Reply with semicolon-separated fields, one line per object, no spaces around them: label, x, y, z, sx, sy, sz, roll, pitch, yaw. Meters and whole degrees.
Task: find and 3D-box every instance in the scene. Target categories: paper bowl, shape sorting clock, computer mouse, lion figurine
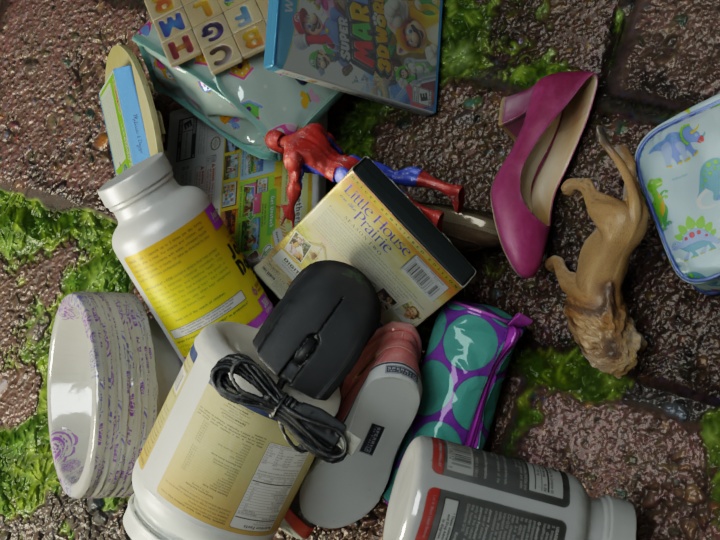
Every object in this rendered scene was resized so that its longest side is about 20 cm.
paper bowl;-0.237;0.122;1.757;0.200;0.104;0.202;-178;90;-66
shape sorting clock;-0.225;-0.128;1.810;0.039;0.200;0.201;-11;69;-16
computer mouse;-0.032;0.058;1.546;0.138;0.201;0.053;33;136;-6
lion figurine;0.216;-0.013;1.568;0.072;0.201;0.123;-8;37;-13

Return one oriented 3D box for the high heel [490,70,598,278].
high heel;0.175;-0.090;1.635;0.095;0.067;0.201;-18;50;32

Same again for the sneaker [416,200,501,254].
sneaker;0.054;-0.028;1.702;0.199;0.070;0.076;10;95;35

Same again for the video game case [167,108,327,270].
video game case;-0.117;-0.090;1.796;0.181;0.023;0.201;-12;60;24

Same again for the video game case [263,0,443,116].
video game case;-0.003;-0.238;1.699;0.018;0.199;0.144;-8;74;51

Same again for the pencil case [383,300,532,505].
pencil case;0.088;0.128;1.632;0.092;0.085;0.202;13;86;48

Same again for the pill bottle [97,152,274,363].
pill bottle;-0.167;-0.008;1.699;0.104;0.104;0.201;-26;103;20

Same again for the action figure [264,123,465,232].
action figure;-0.005;-0.070;1.662;0.199;0.099;0.065;26;52;20

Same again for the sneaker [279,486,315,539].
sneaker;-0.088;0.160;1.726;0.082;0.077;0.200;-42;75;9

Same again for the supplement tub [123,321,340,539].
supplement tub;-0.119;0.164;1.614;0.144;0.144;0.201;34;105;28

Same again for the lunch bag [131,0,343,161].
lunch bag;-0.095;-0.214;1.759;0.199;0.122;0.170;34;71;29

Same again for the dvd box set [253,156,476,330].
dvd box set;0.000;0.000;1.645;0.146;0.029;0.200;45;139;-1

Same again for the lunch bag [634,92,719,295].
lunch bag;0.347;-0.083;1.548;0.199;0.082;0.162;-26;69;20

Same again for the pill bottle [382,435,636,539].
pill bottle;0.127;0.220;1.532;0.198;0.116;0.117;16;85;-6

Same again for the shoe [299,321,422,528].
shoe;0.004;0.141;1.641;0.071;0.091;0.201;21;123;-8

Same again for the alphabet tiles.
alphabet tiles;-0.127;-0.276;1.734;0.165;0.006;0.201;-25;52;1
